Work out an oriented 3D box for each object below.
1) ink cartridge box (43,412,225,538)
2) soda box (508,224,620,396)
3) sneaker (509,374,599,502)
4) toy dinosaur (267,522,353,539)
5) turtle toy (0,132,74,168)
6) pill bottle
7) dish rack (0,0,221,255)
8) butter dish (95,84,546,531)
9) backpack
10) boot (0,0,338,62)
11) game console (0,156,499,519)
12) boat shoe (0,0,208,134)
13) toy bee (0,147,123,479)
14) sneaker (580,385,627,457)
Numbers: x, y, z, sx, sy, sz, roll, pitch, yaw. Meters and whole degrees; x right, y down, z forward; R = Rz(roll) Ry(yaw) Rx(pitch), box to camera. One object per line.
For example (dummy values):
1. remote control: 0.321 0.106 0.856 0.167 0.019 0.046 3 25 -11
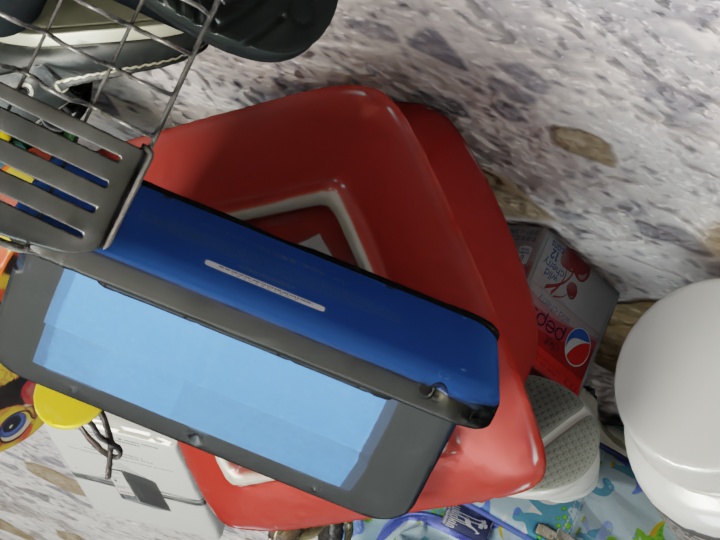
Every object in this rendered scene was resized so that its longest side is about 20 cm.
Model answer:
1. ink cartridge box: -0.105 0.049 1.550 0.083 0.145 0.200 14 162 8
2. soda box: 0.028 0.015 1.419 0.200 0.064 0.070 5 155 46
3. sneaker: 0.024 0.074 1.375 0.200 0.071 0.080 19 165 18
4. toy dinosaur: -0.027 0.116 1.418 0.047 0.088 0.200 0 -162 -4
5. turtle toy: -0.215 -0.084 1.345 0.200 0.146 0.101 29 142 -17
6. pill bottle: 0.190 0.087 1.335 0.113 0.113 0.200 15 162 26
7. dish rack: -0.117 -0.111 1.012 0.153 0.200 0.055 25 -178 -5
8. butter dish: 0.000 0.000 1.284 0.199 0.148 0.200 -12 108 38
9. backpack: 0.081 0.173 1.475 0.200 0.147 0.183 24 142 0
10. boot: -0.115 -0.134 1.128 0.200 0.077 0.168 32 159 -8
11. game console: -0.055 0.044 1.139 0.199 0.119 0.171 21 -167 -3
12. boat shoe: -0.150 -0.087 1.240 0.199 0.075 0.066 -6 116 15
13. toy bee: -0.159 0.044 1.283 0.131 0.109 0.200 24 138 47
14. sneaker: 0.098 0.105 1.558 0.200 0.087 0.078 35 160 -32
